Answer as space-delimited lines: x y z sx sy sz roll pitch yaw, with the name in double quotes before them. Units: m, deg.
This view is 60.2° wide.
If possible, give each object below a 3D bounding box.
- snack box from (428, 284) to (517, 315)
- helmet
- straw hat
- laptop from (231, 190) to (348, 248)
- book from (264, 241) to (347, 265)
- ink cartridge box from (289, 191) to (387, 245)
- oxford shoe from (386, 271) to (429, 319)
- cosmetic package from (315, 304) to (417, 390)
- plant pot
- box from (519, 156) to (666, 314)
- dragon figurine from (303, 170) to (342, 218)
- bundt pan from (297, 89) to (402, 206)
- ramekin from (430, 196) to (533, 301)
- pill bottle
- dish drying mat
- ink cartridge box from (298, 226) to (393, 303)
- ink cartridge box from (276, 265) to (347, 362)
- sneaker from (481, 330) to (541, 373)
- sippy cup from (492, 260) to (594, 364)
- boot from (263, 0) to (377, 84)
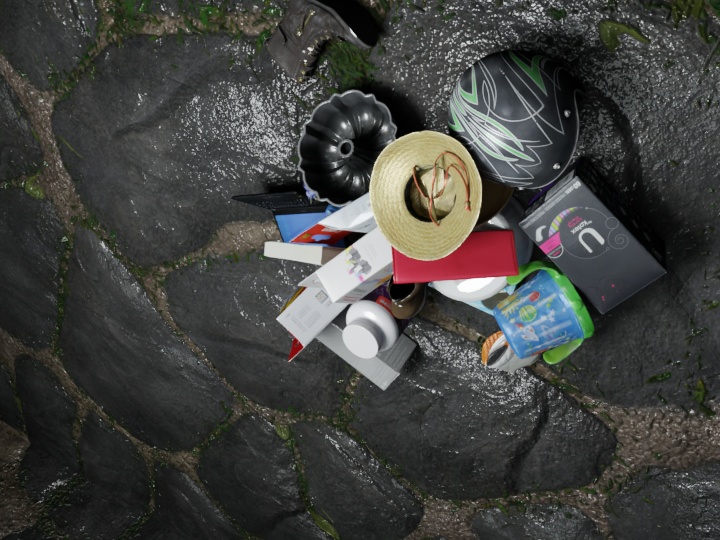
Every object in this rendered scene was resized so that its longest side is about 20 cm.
"snack box" 0.200 0.001 1.184 0.198 0.037 0.117 24 129 17
"helmet" 0.223 -0.219 0.903 0.198 0.191 0.202 16 126 24
"straw hat" 0.116 -0.119 0.951 0.199 0.085 0.204 14 113 35
"laptop" -0.143 -0.093 1.298 0.175 0.199 0.105 0 84 32
"book" -0.076 -0.027 1.219 0.132 0.199 0.049 7 91 30
"ink cartridge box" -0.004 -0.076 1.103 0.199 0.162 0.051 -31 77 25
"oxford shoe" 0.075 0.031 1.080 0.073 0.084 0.201 49 152 22
"cosmetic package" 0.011 0.154 1.371 0.199 0.107 0.090 37 136 2
"plant pot" 0.157 -0.139 1.022 0.198 0.202 0.028 12 155 26
"box" 0.365 -0.056 0.978 0.200 0.106 0.122 45 125 -3
"dragon figurine" -0.031 -0.114 1.212 0.058 0.100 0.201 -24 106 42
"bundt pan" -0.010 -0.210 1.105 0.199 0.076 0.205 -1 88 26
"ramekin" 0.193 -0.044 1.081 0.198 0.098 0.204 8 109 23
"pill bottle" 0.045 0.081 1.230 0.111 0.200 0.114 17 129 22
"dish drying mat" 0.148 -0.022 0.986 0.197 0.078 0.018 -4 162 -1
"ink cartridge box" 0.000 0.000 1.103 0.199 0.115 0.068 -35 76 13
"ink cartridge box" -0.109 0.080 1.286 0.176 0.200 0.084 -45 96 2
"sneaker" 0.326 0.125 1.179 0.091 0.076 0.200 26 128 -30
"sippy cup" 0.297 0.076 1.036 0.129 0.140 0.180 -29 85 6
"boot" -0.073 -0.393 1.074 0.200 0.069 0.175 44 137 10
